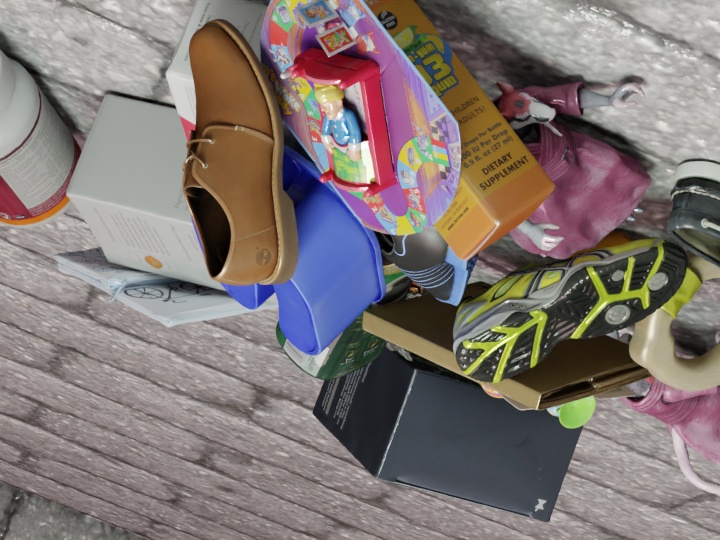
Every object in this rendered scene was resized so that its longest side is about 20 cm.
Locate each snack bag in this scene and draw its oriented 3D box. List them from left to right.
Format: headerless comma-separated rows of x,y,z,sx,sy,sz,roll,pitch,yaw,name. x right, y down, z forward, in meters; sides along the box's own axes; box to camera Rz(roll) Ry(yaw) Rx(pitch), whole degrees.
-0.166,0.005,1.803,0.188,0.022,0.200,-9,-157,-39,snack bag

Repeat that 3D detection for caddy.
-0.049,-0.025,1.488,0.141,0.105,0.200,38,162,20,caddy

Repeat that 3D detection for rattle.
0.294,0.037,1.613,0.199,0.131,0.143,4,179,-32,rattle

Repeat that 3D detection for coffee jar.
0.000,0.000,1.650,0.085,0.104,0.200,46,137,21,coffee jar

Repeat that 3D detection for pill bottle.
-0.332,-0.128,1.709,0.109,0.110,0.200,12,158,19,pill bottle

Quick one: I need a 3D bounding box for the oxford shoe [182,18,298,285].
-0.099,-0.087,1.361,0.071,0.201,0.071,-6,169,-37,oxford shoe

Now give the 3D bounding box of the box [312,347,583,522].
0.085,0.145,1.866,0.196,0.118,0.200,17,-172,-23,box

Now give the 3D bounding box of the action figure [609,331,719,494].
0.276,0.115,1.711,0.134,0.150,0.200,8,171,45,action figure

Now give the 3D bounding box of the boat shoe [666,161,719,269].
0.309,-0.012,1.491,0.200,0.061,0.075,32,156,-29,boat shoe

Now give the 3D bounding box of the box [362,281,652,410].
0.125,0.061,1.603,0.200,0.021,0.163,25,-155,38,box

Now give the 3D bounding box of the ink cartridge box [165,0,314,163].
-0.040,-0.129,1.479,0.199,0.086,0.148,15,158,8,ink cartridge box

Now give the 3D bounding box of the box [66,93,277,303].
-0.142,-0.062,1.707,0.199,0.107,0.152,14,159,14,box

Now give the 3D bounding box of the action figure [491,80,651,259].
0.139,-0.095,1.424,0.149,0.134,0.200,38,176,40,action figure

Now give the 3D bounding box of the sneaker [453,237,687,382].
0.161,0.014,1.496,0.199,0.077,0.076,-22,130,7,sneaker

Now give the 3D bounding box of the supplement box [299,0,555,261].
0.046,-0.110,1.334,0.200,0.066,0.069,52,148,9,supplement box

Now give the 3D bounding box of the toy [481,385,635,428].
0.140,0.087,1.649,0.115,0.047,0.200,-5,-158,-24,toy

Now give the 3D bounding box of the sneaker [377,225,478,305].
0.055,-0.024,1.479,0.078,0.070,0.200,20,168,6,sneaker

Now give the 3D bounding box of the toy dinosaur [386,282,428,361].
0.026,-0.005,1.763,0.200,0.102,0.136,23,153,52,toy dinosaur

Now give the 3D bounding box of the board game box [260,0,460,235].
-0.016,-0.108,1.320,0.200,0.039,0.158,53,145,9,board game box
